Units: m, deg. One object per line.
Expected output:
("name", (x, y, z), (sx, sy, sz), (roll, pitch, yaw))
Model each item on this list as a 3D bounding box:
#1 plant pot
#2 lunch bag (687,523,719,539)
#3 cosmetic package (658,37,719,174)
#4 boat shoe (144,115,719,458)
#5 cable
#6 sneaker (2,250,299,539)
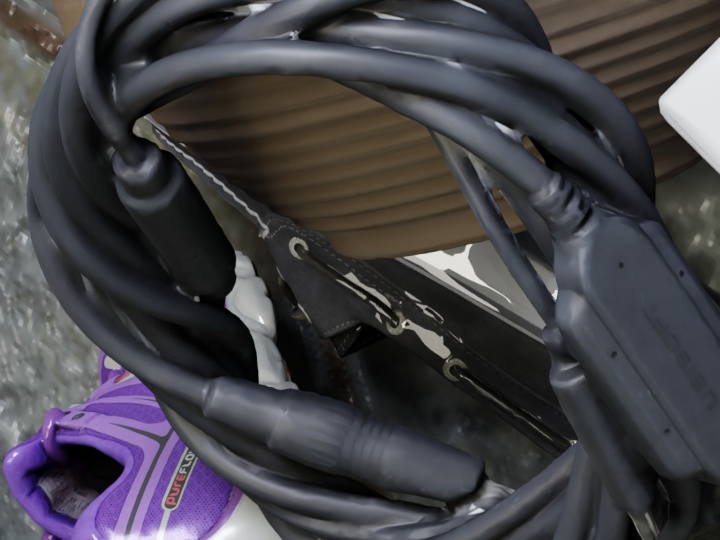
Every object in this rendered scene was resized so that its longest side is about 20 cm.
("plant pot", (0.030, -0.061, 0.752), (0.201, 0.201, 0.093), (-11, 101, 37))
("lunch bag", (0.073, 0.134, 0.768), (0.200, 0.168, 0.139), (-20, 86, 37))
("cosmetic package", (0.167, 0.004, 0.577), (0.108, 0.085, 0.200), (-45, 75, 10))
("boat shoe", (0.010, -0.002, 0.859), (0.200, 0.070, 0.066), (28, 113, 21))
("cable", (0.000, 0.000, 0.690), (0.163, 0.051, 0.200), (-11, 128, 43))
("sneaker", (-0.061, 0.046, 0.856), (0.083, 0.200, 0.081), (-3, 104, -8))
